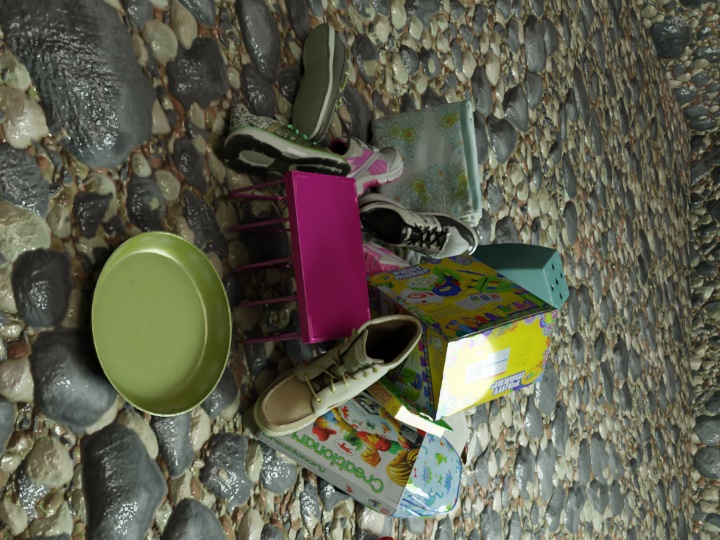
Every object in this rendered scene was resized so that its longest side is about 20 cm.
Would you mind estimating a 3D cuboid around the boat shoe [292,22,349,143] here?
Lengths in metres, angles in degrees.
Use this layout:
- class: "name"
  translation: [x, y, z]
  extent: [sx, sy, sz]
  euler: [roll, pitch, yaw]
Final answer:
- class: "boat shoe"
  translation: [-0.052, -0.267, 1.190]
  extent: [0.060, 0.072, 0.204]
  euler: [32, 53, -42]

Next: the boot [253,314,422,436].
- class: "boot"
  translation: [-0.028, 0.123, 0.987]
  extent: [0.199, 0.155, 0.073]
  euler: [-25, 80, -30]

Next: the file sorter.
- class: "file sorter"
  translation: [-0.082, -0.011, 1.037]
  extent: [0.138, 0.124, 0.202]
  euler: [-3, 86, -57]

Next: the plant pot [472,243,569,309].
- class: "plant pot"
  translation: [0.261, 0.032, 1.471]
  extent: [0.141, 0.198, 0.143]
  euler: [-38, 113, -52]

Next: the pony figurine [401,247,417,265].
- class: "pony figurine"
  translation: [0.131, 0.035, 1.350]
  extent: [0.191, 0.166, 0.202]
  euler: [9, 76, -21]

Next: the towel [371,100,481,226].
- class: "towel"
  translation: [0.104, -0.161, 1.306]
  extent: [0.048, 0.169, 0.202]
  euler: [15, 70, -69]

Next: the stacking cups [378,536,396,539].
- class: "stacking cups"
  translation: [0.089, 0.466, 1.238]
  extent: [0.200, 0.060, 0.061]
  euler: [50, 45, -38]

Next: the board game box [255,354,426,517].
- class: "board game box"
  translation: [-0.021, 0.213, 1.059]
  extent: [0.199, 0.035, 0.127]
  euler: [31, 48, -3]

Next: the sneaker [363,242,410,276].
- class: "sneaker"
  translation: [0.000, 0.000, 1.192]
  extent: [0.199, 0.088, 0.082]
  euler: [19, 103, -42]

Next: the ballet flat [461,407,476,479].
- class: "ballet flat"
  translation: [0.169, 0.262, 1.402]
  extent: [0.075, 0.063, 0.202]
  euler: [23, 63, -58]

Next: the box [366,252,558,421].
- class: "box"
  translation: [0.128, 0.082, 1.133]
  extent: [0.198, 0.192, 0.123]
  euler: [-12, 122, -32]

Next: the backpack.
- class: "backpack"
  translation: [0.058, 0.283, 1.184]
  extent: [0.201, 0.152, 0.164]
  euler: [62, 30, -45]

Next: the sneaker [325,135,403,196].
- class: "sneaker"
  translation: [-0.005, -0.163, 1.223]
  extent: [0.200, 0.081, 0.089]
  euler: [-32, 108, -51]

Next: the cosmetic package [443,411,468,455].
- class: "cosmetic package"
  translation: [0.109, 0.215, 1.282]
  extent: [0.104, 0.072, 0.202]
  euler: [-53, 136, -48]

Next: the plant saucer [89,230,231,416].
- class: "plant saucer"
  translation: [-0.222, 0.058, 0.898]
  extent: [0.199, 0.031, 0.202]
  euler: [17, 70, -54]

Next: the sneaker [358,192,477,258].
- class: "sneaker"
  translation: [0.080, -0.054, 1.238]
  extent: [0.088, 0.198, 0.076]
  euler: [-69, 174, -71]

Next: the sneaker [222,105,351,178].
- class: "sneaker"
  translation: [-0.094, -0.170, 1.087]
  extent: [0.199, 0.077, 0.089]
  euler: [15, 53, -40]

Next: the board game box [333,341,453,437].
- class: "board game box"
  translation: [0.041, 0.165, 1.125]
  extent: [0.095, 0.200, 0.030]
  euler: [29, 93, -37]
